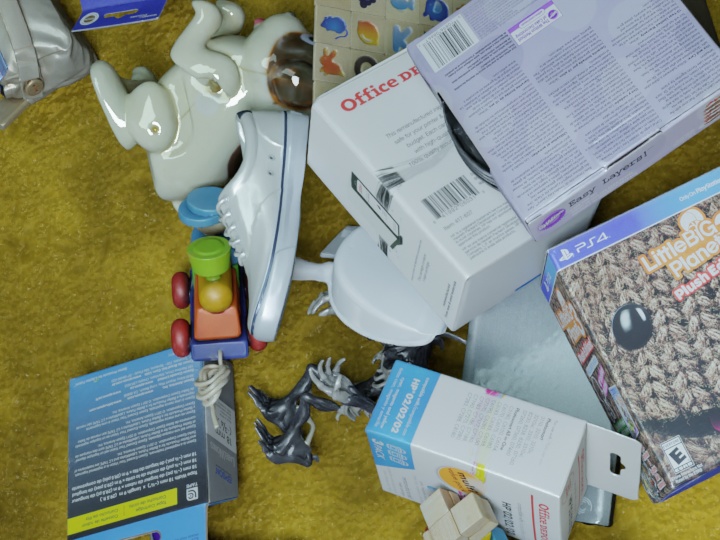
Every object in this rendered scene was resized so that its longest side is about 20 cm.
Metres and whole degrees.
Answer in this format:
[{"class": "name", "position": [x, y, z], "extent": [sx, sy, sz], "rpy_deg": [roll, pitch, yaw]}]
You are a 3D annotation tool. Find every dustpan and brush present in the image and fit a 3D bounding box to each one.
[{"class": "dustpan and brush", "position": [0.000, 0.000, 1.150], "extent": [0.198, 0.058, 0.140], "rpy_deg": [13, 52, 19]}]

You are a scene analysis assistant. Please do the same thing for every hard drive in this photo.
[{"class": "hard drive", "position": [0.153, 0.103, 1.136], "extent": [0.138, 0.033, 0.202], "rpy_deg": [5, 82, 22]}]

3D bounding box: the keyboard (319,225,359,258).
[{"class": "keyboard", "position": [0.065, -0.016, 1.184], "extent": [0.198, 0.056, 0.011], "rpy_deg": [5, 123, 22]}]

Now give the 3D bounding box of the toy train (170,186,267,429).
[{"class": "toy train", "position": [-0.124, 0.025, 1.165], "extent": [0.084, 0.117, 0.201], "rpy_deg": [-5, 36, -4]}]

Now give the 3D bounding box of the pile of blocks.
[{"class": "pile of blocks", "position": [0.078, 0.231, 1.081], "extent": [0.081, 0.201, 0.062], "rpy_deg": [-7, 45, -18]}]

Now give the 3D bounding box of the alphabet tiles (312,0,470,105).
[{"class": "alphabet tiles", "position": [0.035, -0.186, 1.191], "extent": [0.165, 0.006, 0.203], "rpy_deg": [5, 79, -23]}]

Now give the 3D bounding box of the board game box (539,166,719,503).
[{"class": "board game box", "position": [0.254, 0.050, 1.046], "extent": [0.158, 0.097, 0.201], "rpy_deg": [-26, 74, -3]}]

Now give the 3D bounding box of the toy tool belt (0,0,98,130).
[{"class": "toy tool belt", "position": [-0.361, -0.244, 1.355], "extent": [0.122, 0.125, 0.201], "rpy_deg": [-36, 68, 2]}]

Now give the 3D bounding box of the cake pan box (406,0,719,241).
[{"class": "cake pan box", "position": [0.155, -0.146, 1.022], "extent": [0.199, 0.052, 0.185], "rpy_deg": [-35, 63, 4]}]

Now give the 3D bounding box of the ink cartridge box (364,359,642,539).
[{"class": "ink cartridge box", "position": [0.111, 0.151, 1.050], "extent": [0.198, 0.116, 0.068], "rpy_deg": [16, 62, 19]}]

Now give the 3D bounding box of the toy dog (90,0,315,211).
[{"class": "toy dog", "position": [-0.114, -0.154, 1.227], "extent": [0.198, 0.139, 0.196], "rpy_deg": [-23, 81, 15]}]

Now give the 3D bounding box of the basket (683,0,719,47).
[{"class": "basket", "position": [0.210, -0.228, 1.128], "extent": [0.178, 0.136, 0.202], "rpy_deg": [-9, 73, 23]}]

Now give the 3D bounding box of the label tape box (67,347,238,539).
[{"class": "label tape box", "position": [-0.185, 0.177, 1.207], "extent": [0.143, 0.063, 0.202], "rpy_deg": [-17, 57, 18]}]

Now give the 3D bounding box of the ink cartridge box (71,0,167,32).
[{"class": "ink cartridge box", "position": [-0.209, -0.305, 1.301], "extent": [0.094, 0.037, 0.201], "rpy_deg": [-4, 46, 20]}]

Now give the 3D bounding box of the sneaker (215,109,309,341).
[{"class": "sneaker", "position": [-0.086, -0.039, 1.132], "extent": [0.070, 0.073, 0.202], "rpy_deg": [6, 69, -4]}]

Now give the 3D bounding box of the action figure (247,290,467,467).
[{"class": "action figure", "position": [-0.009, 0.083, 1.159], "extent": [0.199, 0.102, 0.119], "rpy_deg": [-36, 27, 17]}]

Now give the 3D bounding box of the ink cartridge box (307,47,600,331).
[{"class": "ink cartridge box", "position": [0.071, -0.076, 1.093], "extent": [0.145, 0.085, 0.200], "rpy_deg": [-30, 65, -22]}]

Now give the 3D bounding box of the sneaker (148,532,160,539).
[{"class": "sneaker", "position": [-0.094, 0.270, 1.185], "extent": [0.200, 0.070, 0.100], "rpy_deg": [37, 83, 24]}]
